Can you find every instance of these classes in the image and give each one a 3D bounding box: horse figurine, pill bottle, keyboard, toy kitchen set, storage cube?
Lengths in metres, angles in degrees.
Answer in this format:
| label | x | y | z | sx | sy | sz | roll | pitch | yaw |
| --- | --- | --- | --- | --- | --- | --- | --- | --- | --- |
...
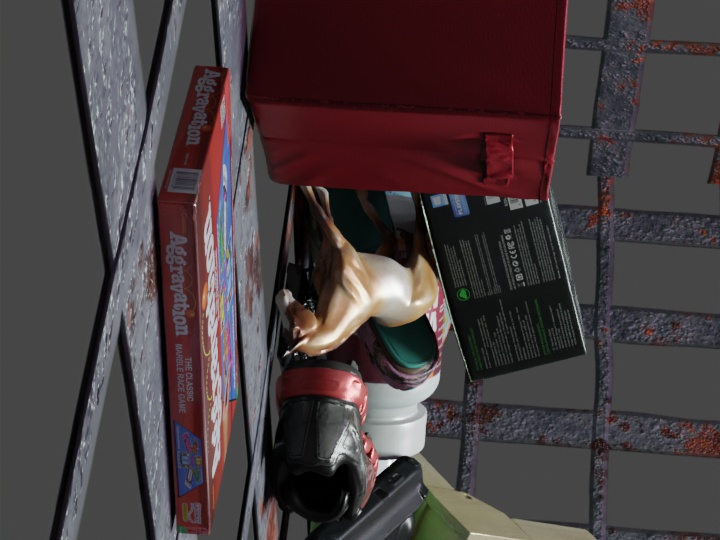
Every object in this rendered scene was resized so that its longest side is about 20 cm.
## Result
| label | x | y | z | sx | sy | sz | roll | pitch | yaw |
| --- | --- | --- | --- | --- | --- | --- | --- | --- | --- |
| horse figurine | 0.006 | -0.006 | 1.489 | 0.199 | 0.050 | 0.134 | 6 | 67 | -56 |
| pill bottle | 0.014 | 0.046 | 1.732 | 0.110 | 0.108 | 0.202 | -71 | 165 | -76 |
| keyboard | -0.032 | 0.047 | 1.555 | 0.200 | 0.039 | 0.105 | 86 | 10 | -73 |
| toy kitchen set | 0.076 | 0.263 | 1.939 | 0.200 | 0.179 | 0.164 | 43 | -66 | 48 |
| storage cube | 0.033 | -0.153 | 1.259 | 0.171 | 0.178 | 0.202 | 79 | 14 | -76 |

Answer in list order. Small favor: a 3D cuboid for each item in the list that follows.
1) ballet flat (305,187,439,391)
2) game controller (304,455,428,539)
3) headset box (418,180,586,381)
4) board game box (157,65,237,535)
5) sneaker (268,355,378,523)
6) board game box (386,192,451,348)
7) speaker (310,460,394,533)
| label | x | y | z | sx | sy | sz | roll | pitch | yaw |
| --- | --- | --- | --- | --- | --- | --- | --- | --- | --- |
| ballet flat | 0.000 | 0.000 | 1.600 | 0.202 | 0.069 | 0.071 | 68 | -29 | 13 |
| game controller | -0.007 | 0.221 | 1.661 | 0.200 | 0.042 | 0.105 | -33 | 149 | -56 |
| headset box | 0.102 | -0.045 | 1.594 | 0.200 | 0.092 | 0.176 | -89 | 164 | -64 |
| board game box | -0.074 | 0.017 | 0.992 | 0.103 | 0.019 | 0.201 | -80 | 173 | -50 |
| sneaker | -0.027 | 0.142 | 1.495 | 0.201 | 0.070 | 0.099 | 83 | 11 | -61 |
| board game box | 0.048 | -0.026 | 1.822 | 0.103 | 0.104 | 0.202 | -74 | -175 | -76 |
| speaker | -0.003 | 0.215 | 1.838 | 0.088 | 0.087 | 0.202 | 74 | 20 | -80 |
